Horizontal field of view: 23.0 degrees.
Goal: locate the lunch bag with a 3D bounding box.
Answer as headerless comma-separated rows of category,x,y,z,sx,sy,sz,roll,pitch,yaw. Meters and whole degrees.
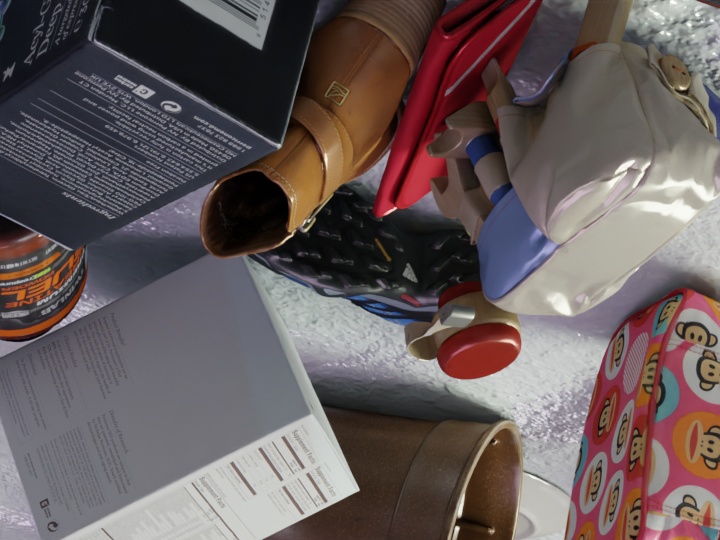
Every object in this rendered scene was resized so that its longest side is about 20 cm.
lunch bag,0.189,0.125,1.167,0.081,0.202,0.176,19,158,-10

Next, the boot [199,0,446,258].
boot,-0.029,-0.058,0.926,0.076,0.156,0.200,36,151,-6

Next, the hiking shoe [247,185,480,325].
hiking shoe,0.000,0.000,1.143,0.198,0.075,0.087,19,154,-13

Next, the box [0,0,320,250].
box,-0.116,-0.118,0.865,0.107,0.150,0.199,27,151,-28

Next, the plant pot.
plant pot,0.008,0.199,1.437,0.197,0.202,0.201,11,156,20

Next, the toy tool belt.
toy tool belt,0.092,-0.045,0.904,0.124,0.124,0.200,8,143,-34

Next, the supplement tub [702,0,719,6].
supplement tub,0.176,-0.147,0.693,0.198,0.108,0.107,17,155,-9

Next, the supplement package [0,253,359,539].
supplement package,-0.131,0.113,1.255,0.199,0.153,0.151,-26,150,0

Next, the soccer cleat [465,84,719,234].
soccer cleat,0.132,-0.044,0.988,0.084,0.065,0.200,41,144,-16

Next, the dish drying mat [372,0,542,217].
dish drying mat,0.052,-0.090,0.941,0.018,0.077,0.200,48,158,13

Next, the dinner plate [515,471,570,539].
dinner plate,0.097,0.212,1.606,0.198,0.024,0.201,12,155,5

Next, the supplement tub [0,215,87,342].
supplement tub,-0.234,-0.022,1.176,0.106,0.108,0.200,13,156,0
